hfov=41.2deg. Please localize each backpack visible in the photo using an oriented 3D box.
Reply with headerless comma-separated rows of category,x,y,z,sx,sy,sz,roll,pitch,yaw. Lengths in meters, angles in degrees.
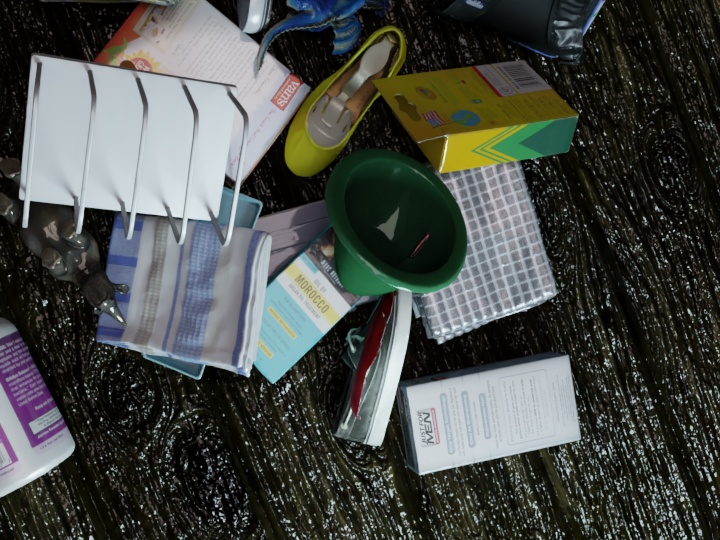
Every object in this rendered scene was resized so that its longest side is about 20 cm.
backpack,0.198,-0.346,1.050,0.197,0.191,0.157,15,70,-11

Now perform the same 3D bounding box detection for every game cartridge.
game cartridge,-0.085,0.000,1.069,0.197,0.038,0.132,-15,96,-11

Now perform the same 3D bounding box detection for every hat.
hat,0.000,0.000,1.012,0.164,0.176,0.201,32,46,-8

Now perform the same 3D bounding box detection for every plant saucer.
plant saucer,-0.168,0.010,1.026,0.069,0.019,0.203,21,95,3

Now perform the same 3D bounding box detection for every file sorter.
file sorter,-0.212,-0.106,0.898,0.196,0.125,0.141,5,111,-21

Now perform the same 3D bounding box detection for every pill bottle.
pill bottle,-0.381,0.119,0.968,0.111,0.112,0.203,-26,95,-10

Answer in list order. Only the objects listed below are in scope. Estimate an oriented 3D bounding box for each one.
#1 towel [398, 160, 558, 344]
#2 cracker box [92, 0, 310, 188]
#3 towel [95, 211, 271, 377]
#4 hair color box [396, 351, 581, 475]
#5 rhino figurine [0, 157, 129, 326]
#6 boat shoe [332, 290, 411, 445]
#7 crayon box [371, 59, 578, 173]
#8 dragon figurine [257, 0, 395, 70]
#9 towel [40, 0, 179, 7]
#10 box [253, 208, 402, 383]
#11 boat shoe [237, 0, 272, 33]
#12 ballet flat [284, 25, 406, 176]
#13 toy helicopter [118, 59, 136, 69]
towel,0.123,-0.033,1.084,0.163,0.086,0.203,-19,93,-10
cracker box,-0.171,-0.203,1.039,0.199,0.058,0.135,38,81,-8
towel,-0.187,0.020,1.000,0.197,0.024,0.150,9,89,22
hair color box,0.146,0.161,1.100,0.196,0.061,0.101,-10,91,-12
rhino figurine,-0.302,-0.022,0.986,0.060,0.087,0.201,-40,87,-9
boat shoe,0.013,0.094,1.059,0.062,0.071,0.204,11,98,-7
crayon box,0.121,-0.170,1.050,0.197,0.128,0.051,-10,134,-21
dragon figurine,-0.029,-0.277,1.040,0.098,0.059,0.201,27,52,10
towel,-0.260,-0.373,0.998,0.168,0.048,0.204,2,78,1
box,-0.051,0.022,1.035,0.200,0.049,0.082,-44,98,-9
boat shoe,-0.092,-0.345,1.042,0.065,0.070,0.204,10,66,-19
ballet flat,-0.016,-0.193,1.066,0.067,0.067,0.201,39,83,-6
toy helicopter,-0.233,-0.136,1.001,0.199,0.131,0.080,37,49,-26
